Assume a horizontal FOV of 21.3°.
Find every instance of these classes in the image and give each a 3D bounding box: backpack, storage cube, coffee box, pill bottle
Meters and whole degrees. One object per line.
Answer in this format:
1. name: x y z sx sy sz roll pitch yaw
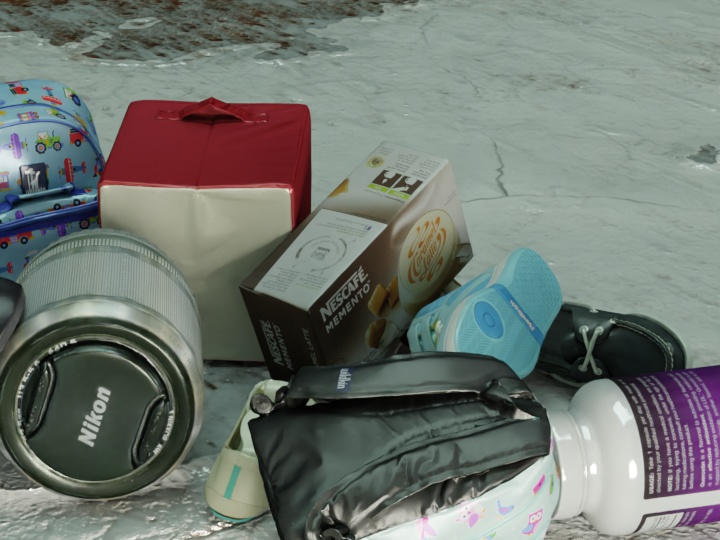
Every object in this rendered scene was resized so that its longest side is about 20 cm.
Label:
1. backpack: 0.036 0.142 1.303 0.199 0.127 0.168 -16 49 -7
2. storage cube: -0.133 -0.036 1.686 0.169 0.201 0.180 2 27 2
3. coffee box: 0.000 0.000 1.606 0.079 0.115 0.200 19 51 36
4. backpack: -0.305 -0.066 1.748 0.181 0.202 0.134 -9 23 -23
5. pill bottle: 0.224 0.128 1.377 0.198 0.113 0.113 -5 22 -15

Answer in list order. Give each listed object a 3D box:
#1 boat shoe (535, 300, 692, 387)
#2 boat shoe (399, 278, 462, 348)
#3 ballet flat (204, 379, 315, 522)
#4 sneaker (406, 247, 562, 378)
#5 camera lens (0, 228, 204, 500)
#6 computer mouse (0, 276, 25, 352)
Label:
1. boat shoe: 0.186 0.064 1.589 0.060 0.076 0.199 2 4 -40
2. boat shoe: 0.038 0.022 1.708 0.064 0.072 0.200 -6 28 -28
3. ballet flat: -0.068 0.121 1.458 0.069 0.070 0.200 4 21 10
4. sneaker: 0.081 0.064 1.542 0.130 0.080 0.200 -33 3 31
5. camera lens: -0.200 0.069 1.459 0.159 0.161 0.200 -2 22 -5
6. computer mouse: -0.313 0.060 1.423 0.053 0.200 0.139 33 54 -17
